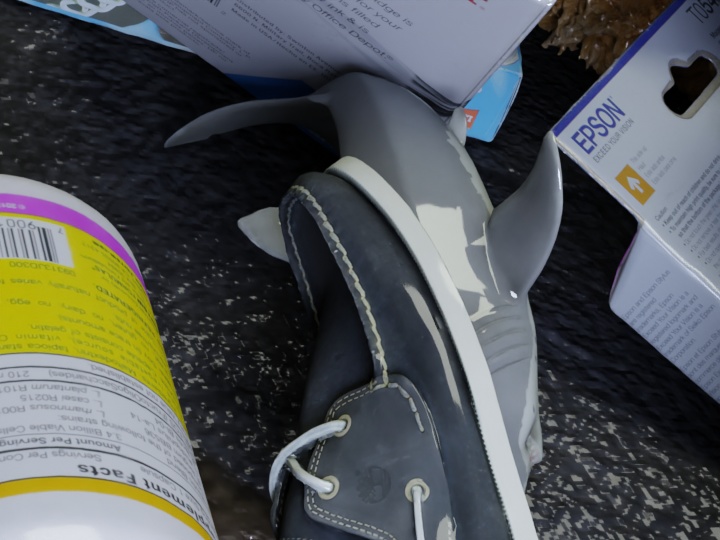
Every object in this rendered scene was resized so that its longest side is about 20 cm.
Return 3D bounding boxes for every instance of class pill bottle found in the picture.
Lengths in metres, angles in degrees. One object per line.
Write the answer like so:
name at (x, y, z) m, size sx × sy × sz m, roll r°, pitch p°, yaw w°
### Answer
pill bottle at (-0.090, 0.071, 0.712) m, size 0.104 × 0.104 × 0.200 m, roll 8°, pitch 36°, yaw -23°

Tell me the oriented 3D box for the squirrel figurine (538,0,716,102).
squirrel figurine at (0.133, -0.171, 1.126) m, size 0.187 × 0.141 × 0.200 m, roll 48°, pitch 40°, yaw -47°

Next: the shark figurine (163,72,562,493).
shark figurine at (-0.004, -0.022, 0.888) m, size 0.089 × 0.128 × 0.215 m, roll -7°, pitch 41°, yaw -21°

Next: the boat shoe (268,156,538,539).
boat shoe at (0.006, 0.059, 0.779) m, size 0.068 × 0.072 × 0.200 m, roll -10°, pitch 69°, yaw -16°

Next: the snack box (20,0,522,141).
snack box at (-0.036, -0.121, 1.085) m, size 0.200 × 0.037 × 0.116 m, roll 16°, pitch 34°, yaw -12°

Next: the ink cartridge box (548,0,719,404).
ink cartridge box at (0.165, -0.008, 1.005) m, size 0.200 × 0.043 × 0.196 m, roll 42°, pitch 35°, yaw 3°

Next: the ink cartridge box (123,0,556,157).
ink cartridge box at (-0.004, -0.125, 0.934) m, size 0.146 × 0.200 × 0.086 m, roll 36°, pitch 68°, yaw -3°
